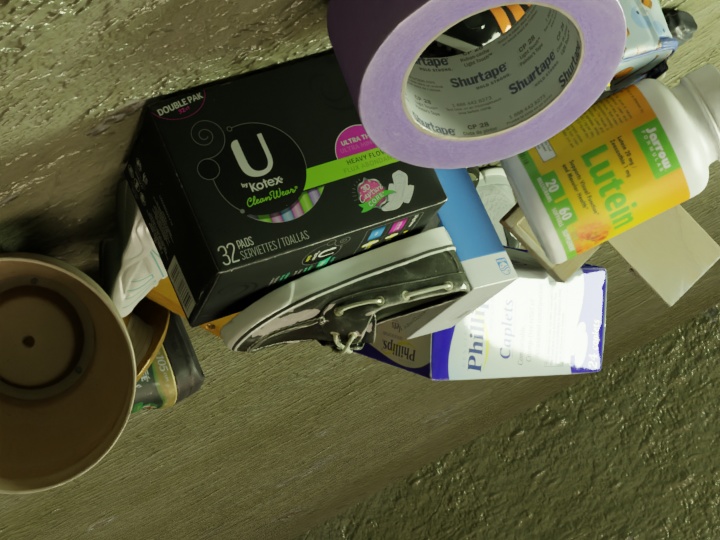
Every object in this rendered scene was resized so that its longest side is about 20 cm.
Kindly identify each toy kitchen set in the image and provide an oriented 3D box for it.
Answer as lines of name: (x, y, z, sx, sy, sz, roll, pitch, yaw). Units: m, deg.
toy kitchen set: (0.251, -0.059, 1.710, 0.200, 0.163, 0.180, -45, -177, -2)

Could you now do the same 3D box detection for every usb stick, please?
usb stick: (0.230, -0.185, 1.715, 0.200, 0.033, 0.055, -32, 167, 28)

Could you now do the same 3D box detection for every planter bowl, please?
planter bowl: (-0.288, 0.073, 1.527, 0.200, 0.201, 0.135, -24, -167, 1)

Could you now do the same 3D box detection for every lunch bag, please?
lunch bag: (0.172, -0.175, 1.574, 0.199, 0.076, 0.160, -14, 165, -32)

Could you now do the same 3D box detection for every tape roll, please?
tape roll: (0.081, -0.169, 1.276, 0.199, 0.085, 0.200, -13, 144, -10)

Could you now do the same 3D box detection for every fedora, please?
fedora: (-0.271, 0.076, 1.669, 0.200, 0.082, 0.201, -31, -154, 17)

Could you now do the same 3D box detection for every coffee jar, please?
coffee jar: (-0.263, 0.108, 1.828, 0.199, 0.105, 0.085, -20, 168, -22)

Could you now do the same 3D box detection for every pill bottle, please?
pill bottle: (0.231, -0.097, 1.556, 0.199, 0.111, 0.111, -27, 166, 3)

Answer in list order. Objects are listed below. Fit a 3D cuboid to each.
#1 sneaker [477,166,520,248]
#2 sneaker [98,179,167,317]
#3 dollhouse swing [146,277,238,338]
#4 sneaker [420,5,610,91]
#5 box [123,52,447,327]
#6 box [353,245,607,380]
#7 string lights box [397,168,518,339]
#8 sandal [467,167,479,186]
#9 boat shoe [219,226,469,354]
sneaker: (0.103, -0.041, 1.864, 0.200, 0.116, 0.075, -13, 164, -40)
sneaker: (-0.178, -0.013, 1.541, 0.080, 0.071, 0.200, -3, 156, -21)
dollhouse swing: (-0.083, -0.061, 1.649, 0.181, 0.176, 0.200, 30, 139, -20)
sneaker: (0.113, -0.198, 1.419, 0.199, 0.090, 0.070, 11, 176, -26)
box: (-0.061, -0.067, 1.415, 0.199, 0.149, 0.124, -19, 165, -23)
box: (0.104, 0.035, 1.738, 0.199, 0.105, 0.184, -1, -172, -31)
string lights box: (0.045, -0.056, 1.531, 0.059, 0.201, 0.103, -13, 162, -40)
sandal: (0.023, -0.067, 1.763, 0.200, 0.058, 0.080, -24, 158, 27)
boat shoe: (-0.011, 0.030, 1.413, 0.199, 0.064, 0.071, -22, 169, -7)
